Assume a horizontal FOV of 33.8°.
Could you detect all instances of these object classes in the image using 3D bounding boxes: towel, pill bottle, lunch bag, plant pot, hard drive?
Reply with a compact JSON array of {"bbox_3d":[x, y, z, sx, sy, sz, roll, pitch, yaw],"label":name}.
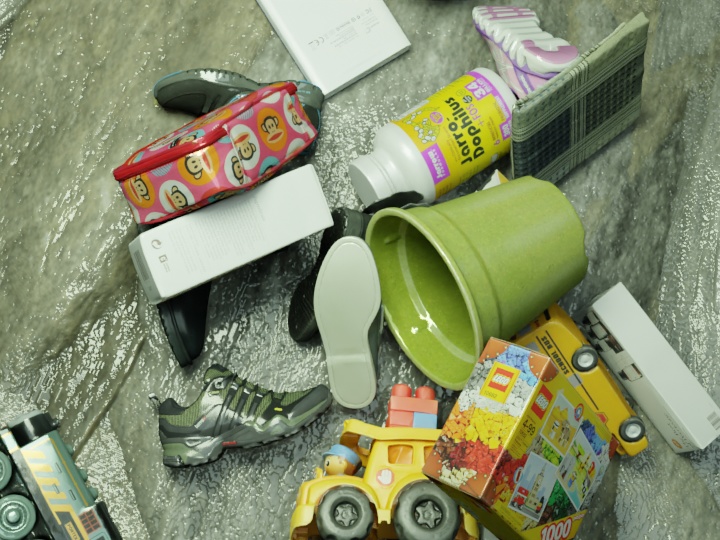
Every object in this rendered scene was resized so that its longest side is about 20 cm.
[{"bbox_3d":[0.247,-0.184,1.357,0.199,0.193,0.035,-36,61,-12],"label":"towel"},{"bbox_3d":[0.086,-0.142,1.366,0.199,0.104,0.105,-33,84,-13],"label":"pill bottle"},{"bbox_3d":[-0.158,-0.119,1.243,0.200,0.174,0.083,-40,108,-49],"label":"lunch bag"},{"bbox_3d":[0.133,-0.007,1.250,0.182,0.200,0.202,-27,82,-24],"label":"plant pot"},{"bbox_3d":[-0.047,-0.321,1.425,0.131,0.025,0.202,-31,84,-13],"label":"hard drive"}]

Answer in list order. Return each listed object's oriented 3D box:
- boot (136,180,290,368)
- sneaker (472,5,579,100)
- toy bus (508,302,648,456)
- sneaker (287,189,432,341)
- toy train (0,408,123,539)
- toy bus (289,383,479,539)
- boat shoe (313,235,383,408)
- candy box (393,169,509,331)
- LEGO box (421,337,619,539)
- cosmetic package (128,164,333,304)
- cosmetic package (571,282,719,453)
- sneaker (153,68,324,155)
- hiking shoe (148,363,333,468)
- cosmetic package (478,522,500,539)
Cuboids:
[{"bbox_3d":[-0.153,-0.010,1.316,0.165,0.077,0.203,-15,74,-7],"label":"boot"},{"bbox_3d":[0.184,-0.248,1.387,0.079,0.090,0.201,-7,35,-17],"label":"sneaker"},{"bbox_3d":[0.243,0.126,1.321,0.078,0.065,0.201,-32,110,11],"label":"toy bus"},{"bbox_3d":[-0.001,-0.002,1.322,0.103,0.060,0.202,9,116,-33],"label":"sneaker"},{"bbox_3d":[-0.334,0.245,1.239,0.113,0.085,0.202,-27,81,-25],"label":"toy train"},{"bbox_3d":[0.024,0.219,1.275,0.196,0.136,0.195,3,64,-5],"label":"toy bus"},{"bbox_3d":[-0.009,0.049,1.284,0.071,0.062,0.203,1,116,7],"label":"boat shoe"},{"bbox_3d":[0.136,0.004,1.363,0.136,0.061,0.200,42,75,3],"label":"candy box"},{"bbox_3d":[0.164,0.184,1.176,0.076,0.200,0.150,18,71,40],"label":"LEGO box"},{"bbox_3d":[-0.136,-0.037,1.236,0.198,0.102,0.075,-23,93,-18],"label":"cosmetic package"},{"bbox_3d":[0.330,0.114,1.357,0.050,0.083,0.201,-36,84,-11],"label":"cosmetic package"},{"bbox_3d":[-0.141,-0.182,1.359,0.196,0.073,0.084,6,86,-3],"label":"sneaker"},{"bbox_3d":[-0.129,0.145,1.288,0.197,0.076,0.102,-17,84,-10],"label":"hiking shoe"},{"bbox_3d":[0.175,0.287,1.297,0.105,0.090,0.203,14,79,-5],"label":"cosmetic package"}]
